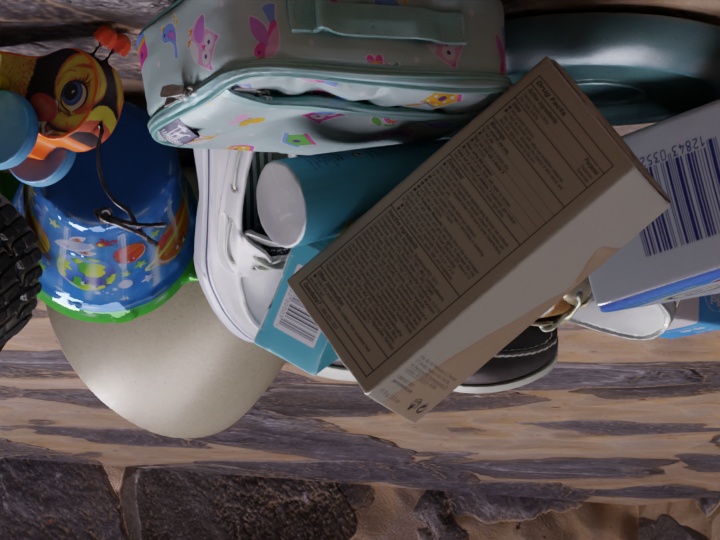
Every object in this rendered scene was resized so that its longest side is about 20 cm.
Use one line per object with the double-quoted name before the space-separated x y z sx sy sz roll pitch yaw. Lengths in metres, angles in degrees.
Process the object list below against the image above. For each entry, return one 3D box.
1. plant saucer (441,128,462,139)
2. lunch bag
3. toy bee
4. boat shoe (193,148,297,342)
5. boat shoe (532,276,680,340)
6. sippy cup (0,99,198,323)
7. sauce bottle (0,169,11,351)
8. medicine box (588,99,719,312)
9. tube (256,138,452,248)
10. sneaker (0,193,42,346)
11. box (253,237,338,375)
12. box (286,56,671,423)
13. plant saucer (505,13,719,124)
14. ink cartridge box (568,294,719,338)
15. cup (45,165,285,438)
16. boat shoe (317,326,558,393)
"plant saucer" 0.027 -0.089 1.742 0.199 0.028 0.200 1 174 0
"lunch bag" -0.022 -0.116 1.482 0.199 0.078 0.160 0 171 -30
"toy bee" -0.186 -0.102 1.573 0.199 0.109 0.131 25 179 3
"boat shoe" -0.068 -0.027 1.683 0.073 0.201 0.067 -30 -140 -24
"boat shoe" 0.117 0.004 1.633 0.199 0.069 0.075 24 131 -22
"sippy cup" -0.173 -0.050 1.747 0.177 0.140 0.130 -16 161 -11
"sauce bottle" -0.274 0.008 1.829 0.065 0.202 0.066 1 168 0
"medicine box" 0.260 -0.053 1.608 0.199 0.104 0.182 -7 171 -45
"tube" 0.033 -0.056 1.528 0.199 0.051 0.077 -13 -178 -34
"sneaker" -0.276 -0.038 1.713 0.078 0.201 0.089 -31 -155 -30
"box" 0.000 0.000 1.729 0.049 0.083 0.200 28 -157 13
"box" 0.068 -0.016 1.477 0.200 0.095 0.078 -39 153 8
"plant saucer" 0.146 -0.120 1.603 0.199 0.028 0.200 2 171 0
"ink cartridge box" 0.182 -0.020 1.895 0.199 0.117 0.068 9 166 -41
"cup" -0.111 0.003 1.893 0.199 0.202 0.143 9 149 -39
"boat shoe" 0.053 0.043 1.866 0.200 0.072 0.061 1 135 -15
